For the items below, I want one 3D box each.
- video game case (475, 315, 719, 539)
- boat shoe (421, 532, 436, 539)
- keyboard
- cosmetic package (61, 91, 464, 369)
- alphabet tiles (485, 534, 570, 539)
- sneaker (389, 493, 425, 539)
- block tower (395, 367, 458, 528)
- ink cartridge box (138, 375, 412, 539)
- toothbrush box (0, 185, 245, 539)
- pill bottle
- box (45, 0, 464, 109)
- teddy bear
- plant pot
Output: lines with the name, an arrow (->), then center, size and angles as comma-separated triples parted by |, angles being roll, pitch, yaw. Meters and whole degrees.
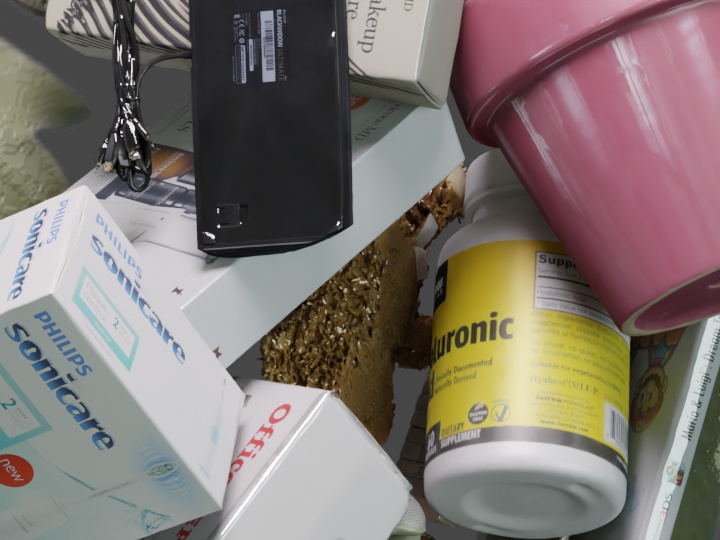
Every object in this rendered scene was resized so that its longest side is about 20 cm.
video game case -> 0.141, 0.080, 1.575 | 0.024, 0.200, 0.183 | 21, 81, -22
boat shoe -> 0.002, 0.243, 1.556 | 0.072, 0.068, 0.201 | 24, 80, -41
keyboard -> -0.068, -0.105, 1.334 | 0.021, 0.126, 0.201 | 53, 35, -76
cosmetic package -> -0.067, -0.034, 1.409 | 0.200, 0.150, 0.052 | -41, 130, -30
alphabet tiles -> 0.067, 0.215, 1.550 | 0.008, 0.167, 0.201 | 28, 76, -17
sneaker -> -0.026, 0.180, 1.433 | 0.088, 0.081, 0.201 | 27, 69, 2
block tower -> 0.079, 0.057, 1.612 | 0.058, 0.054, 0.201 | 30, 76, -38
ink cartridge box -> -0.093, 0.128, 1.376 | 0.146, 0.200, 0.085 | -52, 124, -24
toothbrush box -> -0.177, 0.068, 1.292 | 0.147, 0.199, 0.085 | 56, 25, -30
pill bottle -> 0.094, 0.037, 1.511 | 0.111, 0.111, 0.201 | 28, 55, -39
box -> -0.051, -0.138, 1.382 | 0.068, 0.199, 0.083 | 30, 69, -73
teddy bear -> 0.000, 0.000, 1.540 | 0.145, 0.067, 0.201 | 20, 76, -52
plant pot -> 0.161, -0.073, 1.426 | 0.199, 0.200, 0.180 | -9, 71, -40
